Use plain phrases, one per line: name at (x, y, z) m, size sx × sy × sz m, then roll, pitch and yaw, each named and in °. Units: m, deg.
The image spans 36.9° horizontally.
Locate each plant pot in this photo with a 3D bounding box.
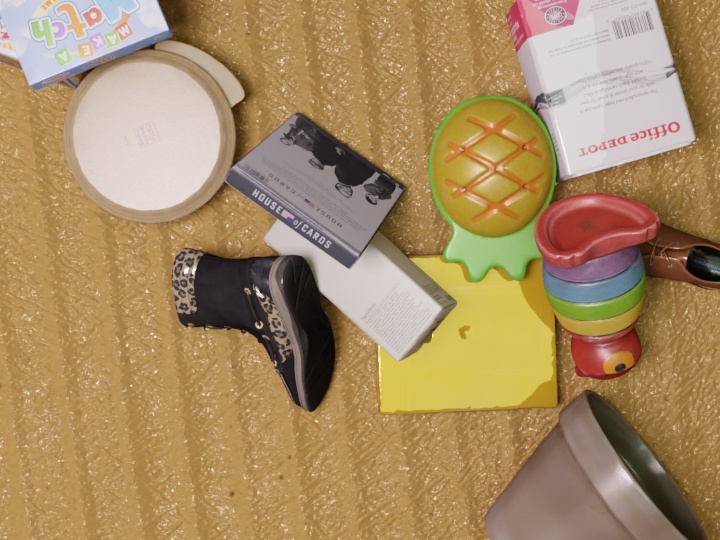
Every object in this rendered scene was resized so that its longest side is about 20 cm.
plant pot at (0.234, 0.256, 1.133) m, size 0.174 × 0.200 × 0.200 m, roll -41°, pitch 91°, yaw 15°

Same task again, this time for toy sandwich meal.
toy sandwich meal at (-0.223, -0.151, 1.173) m, size 0.205 × 0.070 × 0.205 m, roll 0°, pitch 95°, yaw 0°

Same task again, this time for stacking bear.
stacking bear at (0.252, 0.030, 1.141) m, size 0.121 × 0.114 × 0.200 m, roll -19°, pitch 121°, yaw -6°

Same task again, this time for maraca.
maraca at (0.142, -0.087, 1.159) m, size 0.137 × 0.107 × 0.200 m, roll -3°, pitch 95°, yaw 6°

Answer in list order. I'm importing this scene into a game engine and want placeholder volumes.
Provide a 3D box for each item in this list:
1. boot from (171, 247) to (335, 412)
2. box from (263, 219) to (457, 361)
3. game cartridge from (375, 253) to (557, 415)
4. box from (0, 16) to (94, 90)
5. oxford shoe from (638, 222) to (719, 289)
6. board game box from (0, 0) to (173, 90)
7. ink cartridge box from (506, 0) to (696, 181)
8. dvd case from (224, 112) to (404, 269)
boot at (-0.114, 0.059, 1.161) m, size 0.150 × 0.073 × 0.200 m, roll 9°, pitch 134°, yaw 25°
box at (0.000, 0.000, 1.145) m, size 0.200 × 0.068 × 0.082 m, roll 44°, pitch 107°, yaw 12°
game cartridge at (0.116, 0.068, 1.198) m, size 0.200 × 0.032 × 0.176 m, roll -2°, pitch 90°, yaw -4°
box at (-0.320, -0.306, 1.150) m, size 0.112 × 0.101 × 0.200 m, roll 19°, pitch 89°, yaw -2°
oxford shoe at (0.325, -0.024, 1.181) m, size 0.200 × 0.071 × 0.071 m, roll 10°, pitch 91°, yaw 0°
board game box at (-0.297, -0.303, 1.082) m, size 0.151 × 0.037 × 0.200 m, roll -23°, pitch 92°, yaw -3°
ink cartridge box at (0.259, -0.210, 1.172) m, size 0.145 × 0.084 × 0.200 m, roll -16°, pitch 89°, yaw -1°
dvd case at (-0.040, -0.089, 1.115) m, size 0.150 × 0.200 × 0.025 m, roll 35°, pitch 119°, yaw -1°
